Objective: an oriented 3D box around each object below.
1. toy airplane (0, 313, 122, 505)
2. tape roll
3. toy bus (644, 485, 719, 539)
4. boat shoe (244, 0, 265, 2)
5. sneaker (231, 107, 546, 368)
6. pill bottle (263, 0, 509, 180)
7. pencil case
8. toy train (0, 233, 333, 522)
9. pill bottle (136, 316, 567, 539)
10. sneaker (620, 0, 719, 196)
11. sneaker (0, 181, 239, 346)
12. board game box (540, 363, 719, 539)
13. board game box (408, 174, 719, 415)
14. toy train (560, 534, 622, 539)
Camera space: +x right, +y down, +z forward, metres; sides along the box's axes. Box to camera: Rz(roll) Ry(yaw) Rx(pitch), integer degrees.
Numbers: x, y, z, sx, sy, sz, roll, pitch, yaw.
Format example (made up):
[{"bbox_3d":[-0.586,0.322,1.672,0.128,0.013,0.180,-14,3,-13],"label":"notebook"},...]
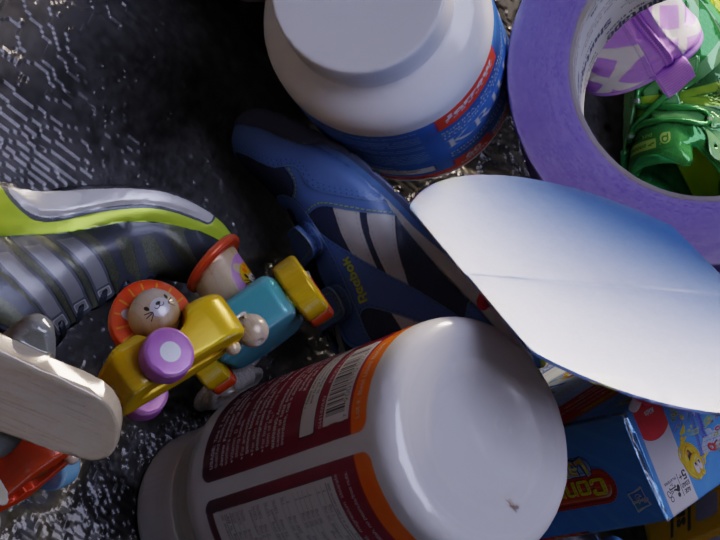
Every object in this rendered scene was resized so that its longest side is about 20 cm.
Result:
[{"bbox_3d":[-0.221,0.024,0.967,0.199,0.141,0.201,-25,105,-1],"label":"toy airplane"},{"bbox_3d":[0.176,-0.092,1.224,0.085,0.199,0.201,56,25,-76],"label":"tape roll"},{"bbox_3d":[0.200,0.079,1.344,0.065,0.078,0.201,31,47,-30],"label":"toy bus"},{"bbox_3d":[-0.015,-0.196,1.281,0.200,0.075,0.093,-5,60,-53],"label":"boat shoe"},{"bbox_3d":[0.000,0.000,1.210,0.200,0.074,0.082,44,87,6],"label":"sneaker"},{"bbox_3d":[0.014,-0.114,1.180,0.200,0.112,0.113,38,39,-79],"label":"pill bottle"},{"bbox_3d":[0.116,-0.190,1.322,0.084,0.085,0.200,-42,117,-13],"label":"pencil case"},{"bbox_3d":[-0.103,0.044,1.085,0.200,0.150,0.056,-26,79,-50],"label":"toy train"},{"bbox_3d":[-0.010,0.096,1.092,0.109,0.200,0.110,15,66,-36],"label":"pill bottle"},{"bbox_3d":[0.189,-0.095,1.416,0.084,0.074,0.201,-32,97,-46],"label":"sneaker"},{"bbox_3d":[-0.145,0.004,1.105,0.199,0.074,0.081,1,81,-33],"label":"sneaker"},{"bbox_3d":[0.129,0.075,1.220,0.200,0.196,0.056,-27,97,-42],"label":"board game box"},{"bbox_3d":[0.106,0.023,1.087,0.158,0.039,0.200,4,29,-32],"label":"board game box"},{"bbox_3d":[0.133,0.200,1.263,0.200,0.087,0.114,41,44,-20],"label":"toy train"}]
